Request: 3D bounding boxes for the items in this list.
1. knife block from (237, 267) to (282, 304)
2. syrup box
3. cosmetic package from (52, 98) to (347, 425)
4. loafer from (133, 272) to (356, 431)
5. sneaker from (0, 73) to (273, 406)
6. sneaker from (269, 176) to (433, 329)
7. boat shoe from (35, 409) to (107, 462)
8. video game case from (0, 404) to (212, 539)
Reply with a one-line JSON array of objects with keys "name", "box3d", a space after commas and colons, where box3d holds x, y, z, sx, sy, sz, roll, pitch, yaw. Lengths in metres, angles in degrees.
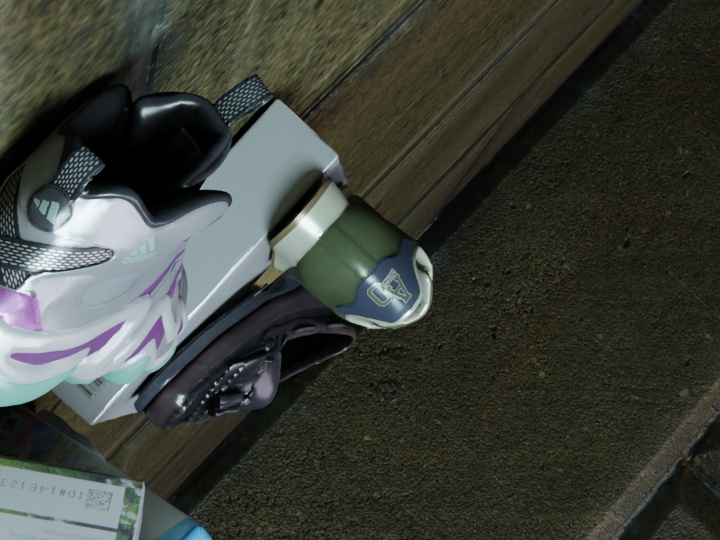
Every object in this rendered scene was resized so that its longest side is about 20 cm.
[{"name": "knife block", "box3d": [-0.101, 0.042, 1.240, 0.176, 0.064, 0.200, -46, 177, -9]}, {"name": "syrup box", "box3d": [-0.149, 0.187, 0.700, 0.081, 0.078, 0.201, 116, -17, -70]}, {"name": "cosmetic package", "box3d": [-0.093, -0.002, 0.950, 0.200, 0.052, 0.151, -47, 175, -1]}, {"name": "loafer", "box3d": [-0.060, 0.051, 0.988, 0.072, 0.063, 0.200, -45, 177, 32]}, {"name": "sneaker", "box3d": [-0.081, -0.023, 0.631, 0.140, 0.078, 0.200, -47, 177, 14]}, {"name": "sneaker", "box3d": [0.000, 0.000, 0.948, 0.067, 0.090, 0.200, -48, 178, 0]}, {"name": "boat shoe", "box3d": [-0.189, 0.134, 0.965, 0.070, 0.071, 0.200, -33, -167, -17]}, {"name": "video game case", "box3d": [-0.180, 0.150, 0.832, 0.143, 0.018, 0.200, -46, -142, -19]}]
